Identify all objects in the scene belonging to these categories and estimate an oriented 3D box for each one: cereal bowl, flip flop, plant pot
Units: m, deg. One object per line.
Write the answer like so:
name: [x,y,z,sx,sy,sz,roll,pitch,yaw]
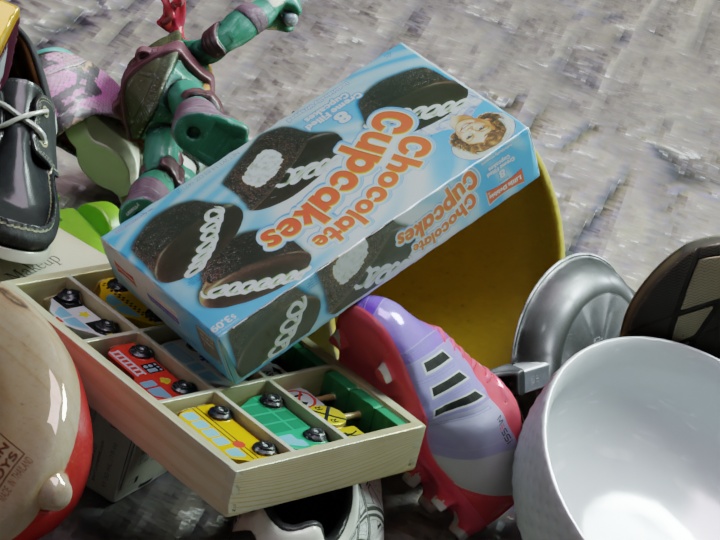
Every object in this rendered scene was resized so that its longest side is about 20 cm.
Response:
cereal bowl: [0.163,0.139,1.499,0.199,0.083,0.201,19,44,-19]
flip flop: [0.182,0.044,1.591,0.081,0.201,0.058,-1,52,-2]
plant pot: [0.000,0.000,1.599,0.141,0.201,0.199,6,13,42]

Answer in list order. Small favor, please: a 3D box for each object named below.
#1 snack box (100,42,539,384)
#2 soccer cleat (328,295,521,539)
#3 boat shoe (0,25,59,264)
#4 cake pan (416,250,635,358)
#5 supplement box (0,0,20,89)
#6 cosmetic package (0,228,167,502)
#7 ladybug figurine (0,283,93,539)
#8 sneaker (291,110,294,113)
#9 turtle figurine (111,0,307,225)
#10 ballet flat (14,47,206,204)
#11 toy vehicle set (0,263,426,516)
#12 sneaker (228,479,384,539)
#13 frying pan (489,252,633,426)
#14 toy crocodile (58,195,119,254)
snack box: [-0.020,-0.033,1.441,0.200,0.037,0.116,-34,43,-18]
soccer cleat: [0.043,0.065,1.483,0.076,0.200,0.067,-44,49,-14]
boat shoe: [-0.201,-0.073,1.552,0.071,0.068,0.200,12,30,-19]
cake pan: [0.102,0.035,1.731,0.199,0.037,0.201,14,28,-8]
supplement box: [-0.292,-0.114,1.470,0.199,0.086,0.111,23,64,-2]
cosmetic package: [-0.174,0.034,1.524,0.199,0.073,0.103,30,30,19]
ladybug figurine: [-0.196,0.076,1.388,0.200,0.136,0.072,35,-2,45]
sneaker: [-0.024,-0.066,1.757,0.112,0.078,0.200,23,-10,26]
turtle figurine: [-0.096,-0.093,1.651,0.100,0.150,0.200,13,28,-3]
ballet flat: [-0.145,-0.074,1.717,0.200,0.069,0.072,30,39,-60]
toy vehicle set: [-0.078,0.053,1.419,0.124,0.027,0.200,-11,34,-41]
sneaker: [-0.021,0.119,1.448,0.075,0.088,0.200,18,26,2]
frying pan: [0.104,0.042,1.590,0.031,0.116,0.190,12,-2,40]
toy crocodile: [-0.199,-0.030,1.649,0.200,0.062,0.067,41,34,28]
